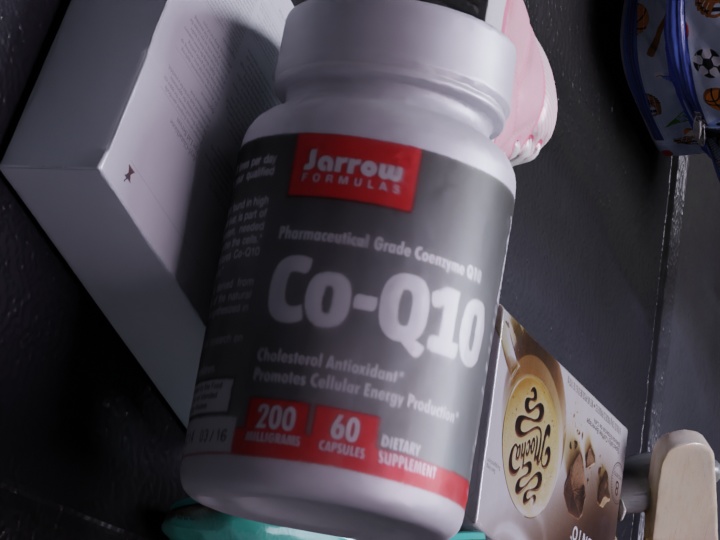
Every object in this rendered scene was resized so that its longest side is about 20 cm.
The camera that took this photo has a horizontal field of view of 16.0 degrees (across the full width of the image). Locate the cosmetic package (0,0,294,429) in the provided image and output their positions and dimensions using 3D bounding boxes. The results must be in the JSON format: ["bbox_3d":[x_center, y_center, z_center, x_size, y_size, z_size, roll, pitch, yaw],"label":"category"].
[{"bbox_3d":[-0.064,-0.042,1.067,0.200,0.051,0.151,61,38,-48],"label":"cosmetic package"}]

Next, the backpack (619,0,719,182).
[{"bbox_3d":[0.247,-0.162,1.617,0.191,0.153,0.201,66,28,-57],"label":"backpack"}]

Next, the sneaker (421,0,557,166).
[{"bbox_3d":[0.052,-0.063,1.285,0.105,0.075,0.201,57,37,-43],"label":"sneaker"}]

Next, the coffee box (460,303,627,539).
[{"bbox_3d":[0.066,0.103,1.318,0.200,0.080,0.113,43,51,-58],"label":"coffee box"}]

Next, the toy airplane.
[{"bbox_3d":[0.170,0.181,1.477,0.199,0.141,0.200,17,108,-54],"label":"toy airplane"}]

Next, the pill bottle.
[{"bbox_3d":[0.000,0.000,1.017,0.114,0.114,0.201,34,63,-61],"label":"pill bottle"}]

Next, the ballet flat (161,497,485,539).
[{"bbox_3d":[-0.008,0.143,1.133,0.200,0.067,0.071,14,72,-48],"label":"ballet flat"}]
